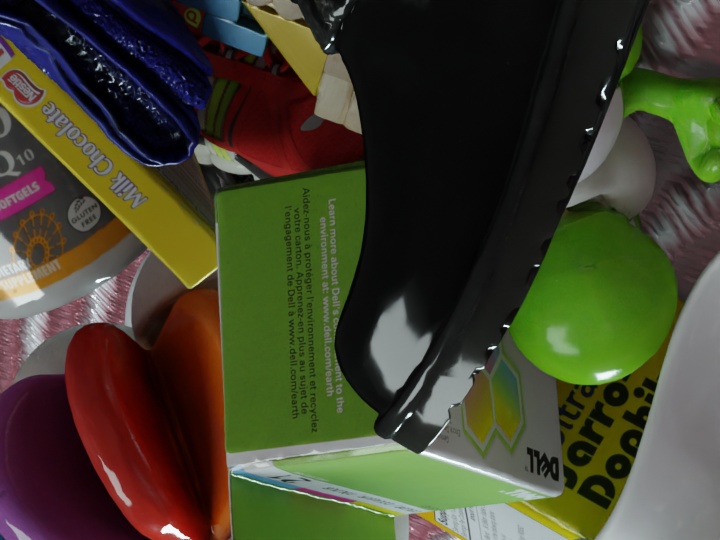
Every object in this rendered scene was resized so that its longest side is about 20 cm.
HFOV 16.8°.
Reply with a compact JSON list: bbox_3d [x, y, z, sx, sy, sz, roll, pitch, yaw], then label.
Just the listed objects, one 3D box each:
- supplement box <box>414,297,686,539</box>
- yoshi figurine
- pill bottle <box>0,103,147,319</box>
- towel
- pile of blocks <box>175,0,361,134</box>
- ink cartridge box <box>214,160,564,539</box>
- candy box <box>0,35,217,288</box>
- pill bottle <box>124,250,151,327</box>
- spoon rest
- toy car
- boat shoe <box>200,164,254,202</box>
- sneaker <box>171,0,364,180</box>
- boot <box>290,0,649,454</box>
[{"bbox_3d":[0.127,0.086,0.998,0.199,0.110,0.109,29,162,16],"label":"supplement box"},{"bbox_3d":[0.068,-0.028,0.809,0.112,0.113,0.200,20,162,23],"label":"yoshi figurine"},{"bbox_3d":[-0.168,-0.088,1.032,0.116,0.116,0.201,12,139,52],"label":"pill bottle"},{"bbox_3d":[-0.126,-0.137,0.826,0.148,0.049,0.200,42,-169,-51],"label":"towel"},{"bbox_3d":[-0.041,-0.133,0.785,0.082,0.062,0.200,-5,136,31],"label":"pile of blocks"},{"bbox_3d":[0.016,0.076,0.875,0.075,0.202,0.148,-10,165,23],"label":"ink cartridge box"},{"bbox_3d":[-0.124,-0.084,0.874,0.200,0.026,0.102,47,-169,-28],"label":"candy box"},{"bbox_3d":[-0.060,0.036,1.207,0.115,0.116,0.200,33,163,5],"label":"pill bottle"},{"bbox_3d":[0.133,0.063,0.859,0.099,0.061,0.200,41,124,8],"label":"spoon rest"},{"bbox_3d":[-0.089,0.081,1.010,0.149,0.200,0.176,7,-127,-50],"label":"toy car"},{"bbox_3d":[0.000,0.000,1.080,0.200,0.067,0.057,41,167,-8],"label":"boat shoe"},{"bbox_3d":[-0.041,-0.078,0.933,0.199,0.077,0.085,12,147,52],"label":"sneaker"},{"bbox_3d":[-0.006,-0.070,0.681,0.157,0.212,0.079,22,-167,6],"label":"boot"}]
